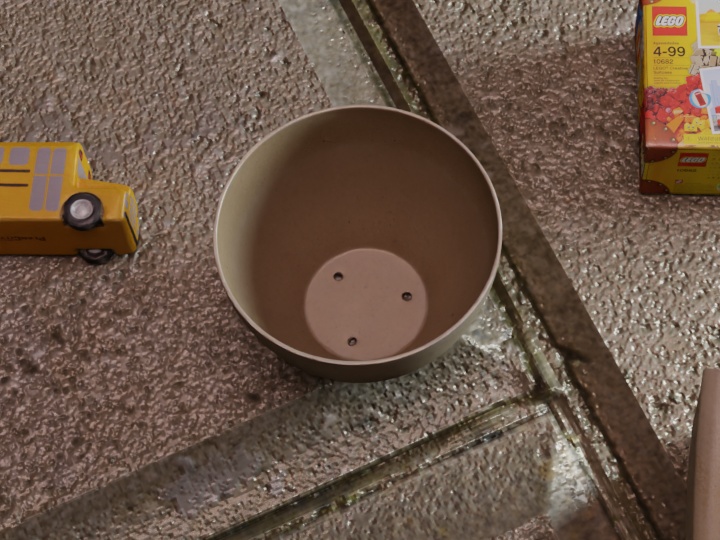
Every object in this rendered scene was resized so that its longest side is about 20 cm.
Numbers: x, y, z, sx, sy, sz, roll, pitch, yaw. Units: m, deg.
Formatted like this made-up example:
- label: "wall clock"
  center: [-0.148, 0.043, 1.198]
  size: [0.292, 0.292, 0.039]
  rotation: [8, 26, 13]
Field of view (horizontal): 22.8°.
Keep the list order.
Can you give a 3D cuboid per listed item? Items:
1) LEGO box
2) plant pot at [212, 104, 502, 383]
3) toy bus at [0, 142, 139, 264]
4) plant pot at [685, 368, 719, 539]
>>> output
- label: "LEGO box"
  center: [0.313, -0.139, 1.369]
  size: [0.200, 0.077, 0.149]
  rotation: [1, 66, 4]
- label: "plant pot"
  center: [0.000, 0.000, 1.292]
  size: [0.200, 0.135, 0.201]
  rotation: [-1, 65, 2]
- label: "toy bus"
  center: [-0.271, -0.054, 1.371]
  size: [0.200, 0.065, 0.078]
  rotation: [0, 64, 4]
- label: "plant pot"
  center: [0.300, 0.187, 1.163]
  size: [0.200, 0.200, 0.177]
  rotation: [13, 77, 11]
